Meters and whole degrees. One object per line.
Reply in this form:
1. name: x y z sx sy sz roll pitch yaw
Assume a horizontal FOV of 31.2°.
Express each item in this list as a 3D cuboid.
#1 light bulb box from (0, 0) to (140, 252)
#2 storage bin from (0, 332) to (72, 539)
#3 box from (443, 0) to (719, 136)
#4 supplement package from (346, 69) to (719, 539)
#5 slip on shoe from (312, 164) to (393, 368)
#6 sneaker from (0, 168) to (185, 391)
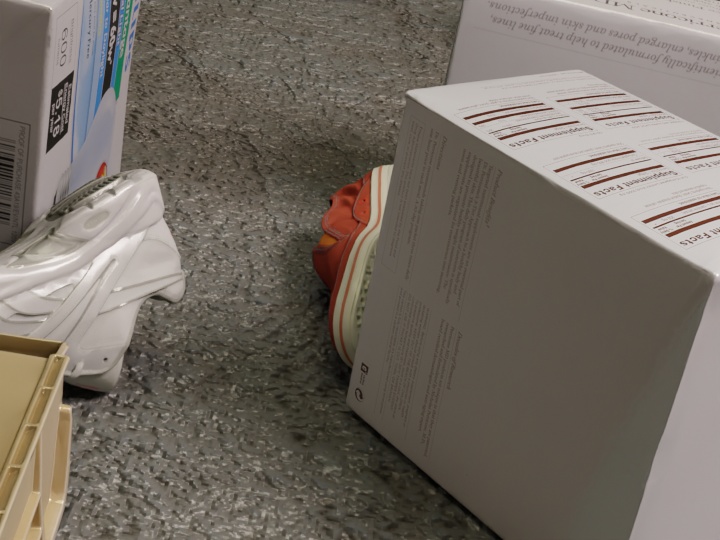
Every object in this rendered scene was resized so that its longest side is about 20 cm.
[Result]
1. light bulb box: -0.221 -0.107 0.784 0.123 0.200 0.201 13 28 1
2. storage bin: -0.229 0.096 0.508 0.197 0.095 0.199 9 26 -4
3. box: 0.157 -0.101 0.915 0.197 0.202 0.131 15 26 8
4. supplement package: 0.120 0.026 0.665 0.146 0.193 0.200 -14 36 -38
5. slip on shoe: 0.000 0.000 0.824 0.061 0.075 0.201 -20 29 16
6. sneaker: -0.169 0.032 0.671 0.199 0.100 0.078 -35 19 -24
